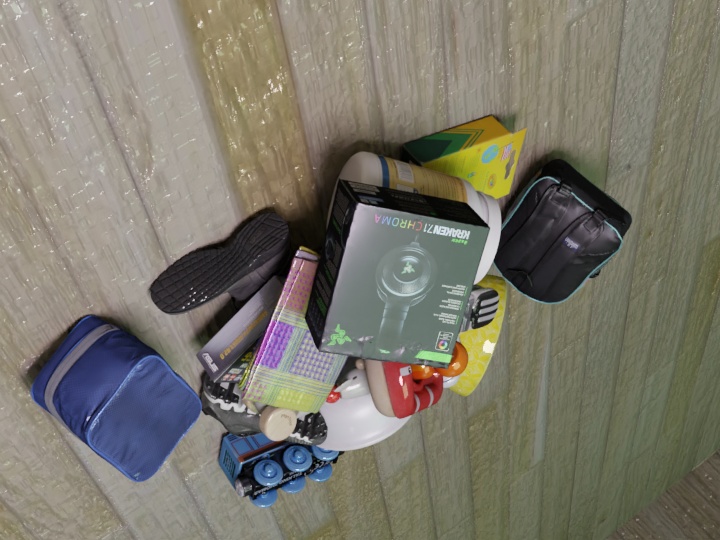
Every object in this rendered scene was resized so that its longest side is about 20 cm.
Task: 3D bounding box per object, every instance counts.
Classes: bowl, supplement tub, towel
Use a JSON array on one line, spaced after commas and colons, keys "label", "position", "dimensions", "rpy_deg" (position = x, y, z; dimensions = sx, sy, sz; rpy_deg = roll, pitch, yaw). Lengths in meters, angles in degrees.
[{"label": "bowl", "position": [-0.014, 0.166, 1.625], "dimensions": [0.199, 0.201, 0.091], "rpy_deg": [-31, 125, -18]}, {"label": "supplement tub", "position": [0.068, -0.062, 1.408], "dimensions": [0.197, 0.146, 0.146], "rpy_deg": [13, 123, -19]}, {"label": "bowl", "position": [0.149, 0.089, 1.742], "dimensions": [0.106, 0.201, 0.202], "rpy_deg": [19, 123, -6]}, {"label": "towel", "position": [-0.064, 0.079, 1.366], "dimensions": [0.142, 0.023, 0.203], "rpy_deg": [18, 98, -40]}]

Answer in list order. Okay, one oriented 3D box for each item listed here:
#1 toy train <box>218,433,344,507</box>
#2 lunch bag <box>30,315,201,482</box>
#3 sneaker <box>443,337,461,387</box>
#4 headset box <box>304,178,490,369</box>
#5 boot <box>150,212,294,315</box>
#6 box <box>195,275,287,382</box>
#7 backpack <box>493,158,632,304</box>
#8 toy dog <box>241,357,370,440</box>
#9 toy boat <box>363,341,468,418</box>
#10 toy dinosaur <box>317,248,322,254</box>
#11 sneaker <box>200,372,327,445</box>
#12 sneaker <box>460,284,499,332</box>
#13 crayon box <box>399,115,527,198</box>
[{"label": "toy train", "position": [-0.121, 0.285, 1.688], "dimensions": [0.198, 0.115, 0.087], "rpy_deg": [-19, 144, -32]}, {"label": "lunch bag", "position": [-0.300, 0.157, 1.337], "dimensions": [0.136, 0.131, 0.201], "rpy_deg": [-51, 149, -17]}, {"label": "sneaker", "position": [0.109, 0.076, 1.639], "dimensions": [0.072, 0.203, 0.071], "rpy_deg": [-14, 154, 9]}, {"label": "headset box", "position": [0.039, 0.012, 1.298], "dimensions": [0.171, 0.093, 0.203], "rpy_deg": [10, 110, -18]}, {"label": "boot", "position": [-0.165, 0.021, 1.390], "dimensions": [0.198, 0.070, 0.132], "rpy_deg": [-28, 153, -12]}, {"label": "box", "position": [-0.112, 0.085, 1.481], "dimensions": [0.158, 0.049, 0.199], "rpy_deg": [-44, 161, 13]}, {"label": "backpack", "position": [0.309, -0.056, 1.709], "dimensions": [0.201, 0.175, 0.153], "rpy_deg": [-55, 177, 30]}, {"label": "toy dog", "position": [-0.072, 0.147, 1.474], "dimensions": [0.199, 0.131, 0.098], "rpy_deg": [-30, 130, -44]}, {"label": "toy boat", "position": [0.088, 0.129, 1.504], "dimensions": [0.129, 0.133, 0.199], "rpy_deg": [-14, 178, 25]}, {"label": "toy dinosaur", "position": [0.000, 0.000, 1.503], "dimensions": [0.077, 0.102, 0.199], "rpy_deg": [-54, 150, 17]}, {"label": "sneaker", "position": [-0.144, 0.207, 1.558], "dimensions": [0.198, 0.067, 0.091], "rpy_deg": [24, 139, -12]}, {"label": "sneaker", "position": [0.086, 0.044, 1.471], "dimensions": [0.198, 0.115, 0.076], "rpy_deg": [-7, 118, -41]}, {"label": "crayon box", "position": [0.139, -0.141, 1.542], "dimensions": [0.198, 0.051, 0.128], "rpy_deg": [-20, 140, -30]}]
